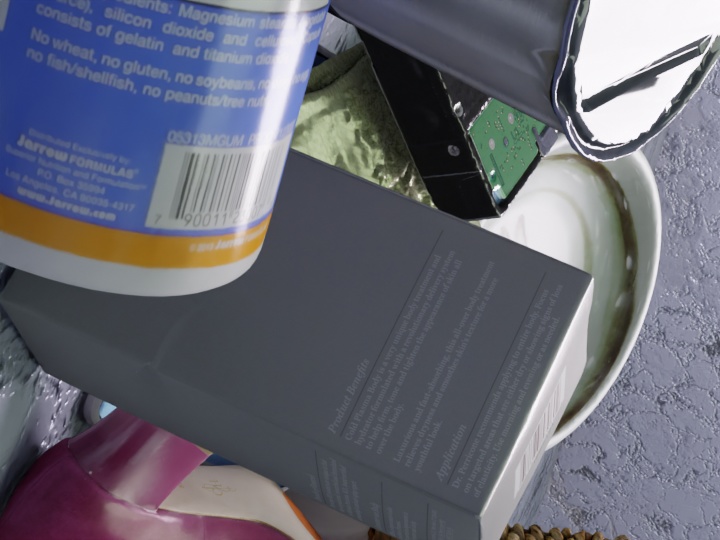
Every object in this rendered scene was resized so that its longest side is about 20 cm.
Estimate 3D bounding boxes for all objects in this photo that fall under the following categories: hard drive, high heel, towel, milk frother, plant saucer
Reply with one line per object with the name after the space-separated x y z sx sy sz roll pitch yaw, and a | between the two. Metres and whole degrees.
0.041 -0.141 0.750 0.140 0.038 0.201 -53 126 -42 | hard drive
-0.075 0.132 0.739 0.096 0.067 0.200 -41 139 -1 | high heel
0.000 0.000 0.774 0.148 0.036 0.201 -39 124 -25 | towel
0.036 -0.172 0.537 0.181 0.188 0.200 -52 149 -13 | milk frother
0.094 0.009 0.942 0.200 0.050 0.201 -22 123 -40 | plant saucer

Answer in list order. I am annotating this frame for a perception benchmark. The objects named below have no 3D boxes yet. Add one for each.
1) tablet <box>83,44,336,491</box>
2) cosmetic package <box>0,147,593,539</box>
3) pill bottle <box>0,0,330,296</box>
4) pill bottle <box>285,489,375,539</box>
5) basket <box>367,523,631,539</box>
-0.042 -0.004 0.771 0.130 0.014 0.201 27 85 -41 | tablet
-0.023 0.021 0.626 0.107 0.199 0.090 -60 163 -20 | cosmetic package
-0.058 -0.104 0.471 0.112 0.112 0.201 -38 147 -65 | pill bottle
-0.014 0.104 0.929 0.200 0.112 0.113 98 16 -78 | pill bottle
0.064 0.233 0.800 0.143 0.148 0.201 -118 -138 -66 | basket
